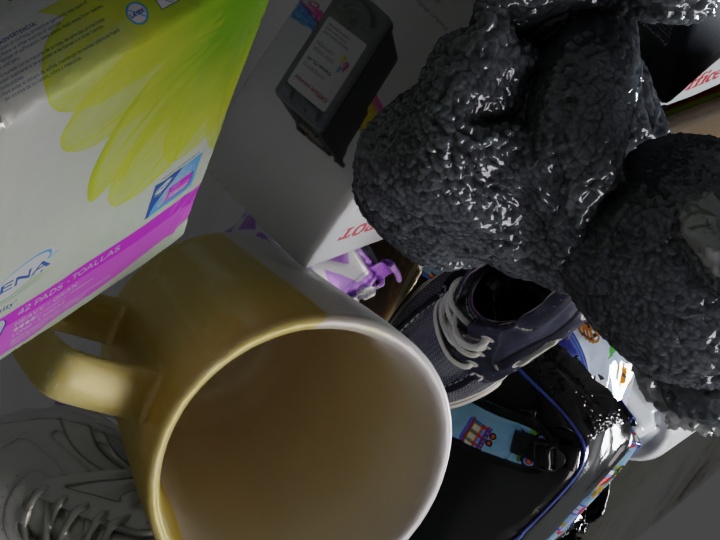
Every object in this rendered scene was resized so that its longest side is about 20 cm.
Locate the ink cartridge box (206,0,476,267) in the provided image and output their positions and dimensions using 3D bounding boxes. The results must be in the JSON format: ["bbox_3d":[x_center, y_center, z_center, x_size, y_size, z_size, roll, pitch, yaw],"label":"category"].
[{"bbox_3d":[0.034,-0.110,1.152,0.147,0.086,0.200,-21,151,-55],"label":"ink cartridge box"}]

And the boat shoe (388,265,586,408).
[{"bbox_3d":[0.063,0.021,1.291,0.200,0.075,0.093,-36,165,33],"label":"boat shoe"}]

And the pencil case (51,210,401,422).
[{"bbox_3d":[-0.071,0.039,1.275,0.200,0.086,0.084,-44,162,5],"label":"pencil case"}]

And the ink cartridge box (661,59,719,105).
[{"bbox_3d":[0.151,-0.094,1.485,0.146,0.083,0.200,-24,156,-49],"label":"ink cartridge box"}]

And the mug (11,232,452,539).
[{"bbox_3d":[-0.062,0.044,1.143,0.149,0.153,0.187,-37,125,-3],"label":"mug"}]

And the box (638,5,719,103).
[{"bbox_3d":[0.185,-0.205,1.238,0.148,0.107,0.200,-39,164,-15],"label":"box"}]

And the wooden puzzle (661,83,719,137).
[{"bbox_3d":[0.142,-0.064,1.283,0.184,0.037,0.200,-21,178,11],"label":"wooden puzzle"}]

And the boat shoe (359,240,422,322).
[{"bbox_3d":[0.000,0.000,1.362,0.200,0.071,0.065,-48,170,-4],"label":"boat shoe"}]

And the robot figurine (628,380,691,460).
[{"bbox_3d":[0.280,0.105,2.268,0.200,0.113,0.169,-27,173,-46],"label":"robot figurine"}]

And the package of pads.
[{"bbox_3d":[-0.123,-0.051,0.944,0.154,0.068,0.200,-35,161,-34],"label":"package of pads"}]

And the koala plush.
[{"bbox_3d":[0.117,-0.024,1.054,0.183,0.200,0.178,-35,161,-21],"label":"koala plush"}]

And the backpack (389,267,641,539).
[{"bbox_3d":[0.045,0.088,1.475,0.183,0.200,0.134,-52,163,26],"label":"backpack"}]

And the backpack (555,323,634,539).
[{"bbox_3d":[0.085,0.079,1.618,0.154,0.200,0.191,-18,137,-60],"label":"backpack"}]

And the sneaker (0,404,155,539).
[{"bbox_3d":[-0.122,0.124,1.195,0.099,0.199,0.078,-77,175,-70],"label":"sneaker"}]
